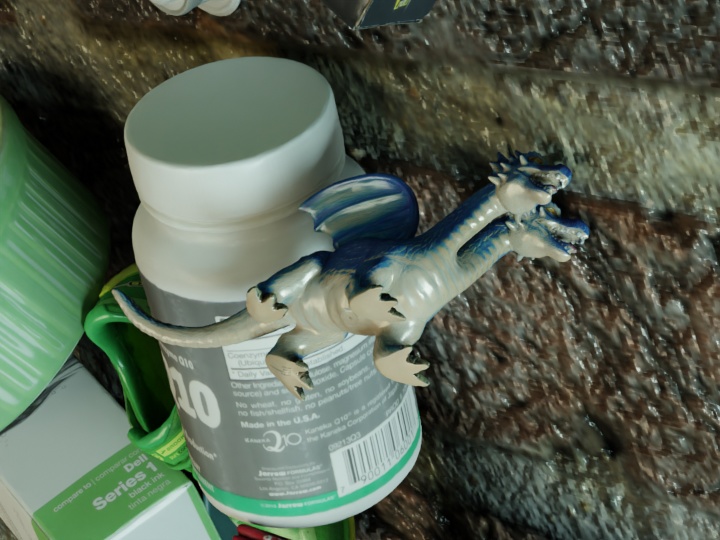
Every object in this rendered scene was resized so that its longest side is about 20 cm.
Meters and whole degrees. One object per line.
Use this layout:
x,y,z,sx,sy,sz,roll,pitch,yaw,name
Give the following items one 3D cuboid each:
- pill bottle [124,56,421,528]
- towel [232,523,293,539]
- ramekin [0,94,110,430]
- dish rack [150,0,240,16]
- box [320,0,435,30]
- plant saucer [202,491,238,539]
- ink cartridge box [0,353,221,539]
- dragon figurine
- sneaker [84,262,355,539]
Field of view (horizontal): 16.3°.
-0.041,0.010,1.158,0.113,0.113,0.200,26,139,43,pill bottle
0.047,0.169,1.170,0.200,0.023,0.145,19,176,36,towel
-0.228,0.006,1.355,0.098,0.200,0.200,40,162,-33,ramekin
-0.123,-0.214,1.131,0.200,0.043,0.172,47,150,19,dish rack
-0.012,-0.221,0.869,0.198,0.050,0.200,44,123,24,box
-0.066,0.156,1.445,0.070,0.019,0.200,38,146,29,plant saucer
-0.161,0.124,1.440,0.200,0.084,0.146,44,163,38,ink cartridge box
0.000,0.000,1.055,0.200,0.099,0.059,-8,121,34,dragon figurine
-0.080,0.090,1.319,0.074,0.084,0.200,-39,85,40,sneaker
